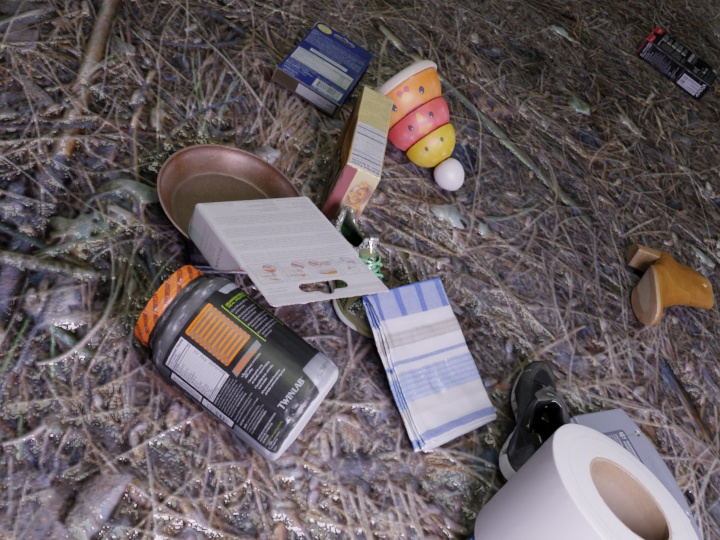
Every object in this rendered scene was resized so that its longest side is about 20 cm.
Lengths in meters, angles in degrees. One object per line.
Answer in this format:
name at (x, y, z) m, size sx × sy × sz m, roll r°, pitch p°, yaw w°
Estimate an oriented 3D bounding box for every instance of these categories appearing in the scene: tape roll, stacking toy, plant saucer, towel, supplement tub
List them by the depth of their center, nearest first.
tape roll at (0.238, 0.284, 0.889) m, size 0.201 × 0.140 × 0.204 m, roll 29°, pitch 26°, yaw -16°
supplement tub at (-0.131, 0.092, 0.891) m, size 0.199 × 0.123 × 0.123 m, roll 38°, pitch 41°, yaw 6°
towel at (0.086, 0.110, 1.045) m, size 0.145 × 0.024 × 0.203 m, roll -10°, pitch 74°, yaw -40°
plant saucer at (-0.164, -0.079, 1.079) m, size 0.197 × 0.037 × 0.203 m, roll 17°, pitch 45°, yaw -17°
stacking toy at (0.108, -0.220, 1.365) m, size 0.145 × 0.146 × 0.202 m, roll -31°, pitch 85°, yaw -46°

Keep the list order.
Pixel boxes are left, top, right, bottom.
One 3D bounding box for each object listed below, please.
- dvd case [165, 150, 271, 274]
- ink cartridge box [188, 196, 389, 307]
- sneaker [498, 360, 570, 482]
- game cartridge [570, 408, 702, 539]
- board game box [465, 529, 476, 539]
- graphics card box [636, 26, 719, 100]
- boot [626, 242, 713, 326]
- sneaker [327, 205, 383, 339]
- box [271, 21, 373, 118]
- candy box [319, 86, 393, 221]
dvd case at (-0.169, -0.076, 1.113) m, size 0.146 × 0.016 × 0.202 m, roll 2°, pitch 50°, yaw -29°
ink cartridge box at (-0.084, -0.012, 0.969) m, size 0.159 × 0.051 × 0.200 m, roll -6°, pitch 41°, yaw -36°
sneaker at (0.229, 0.176, 1.062) m, size 0.066 × 0.091 × 0.201 m, roll 31°, pitch 41°, yaw -3°
game cartridge at (0.346, 0.274, 1.085) m, size 0.131 × 0.041 × 0.202 m, roll -4°, pitch 53°, yaw -30°
board game box at (0.153, 0.375, 0.850) m, size 0.200 × 0.035 × 0.135 m, roll 45°, pitch 34°, yaw 15°
graphics card box at (0.799, -0.522, 2.135) m, size 0.199 × 0.051 × 0.125 m, roll 38°, pitch 41°, yaw 8°
boot at (0.519, 0.037, 1.395) m, size 0.142 × 0.071 × 0.203 m, roll 22°, pitch 37°, yaw -8°
sneaker at (0.000, 0.000, 1.090) m, size 0.076 × 0.089 × 0.201 m, roll -9°, pitch 56°, yaw -38°
box at (-0.058, -0.342, 1.429) m, size 0.120 × 0.033 × 0.201 m, roll 31°, pitch 42°, yaw -3°
candy box at (-0.006, -0.159, 1.220) m, size 0.054 × 0.116 × 0.202 m, roll 21°, pitch 42°, yaw -11°
